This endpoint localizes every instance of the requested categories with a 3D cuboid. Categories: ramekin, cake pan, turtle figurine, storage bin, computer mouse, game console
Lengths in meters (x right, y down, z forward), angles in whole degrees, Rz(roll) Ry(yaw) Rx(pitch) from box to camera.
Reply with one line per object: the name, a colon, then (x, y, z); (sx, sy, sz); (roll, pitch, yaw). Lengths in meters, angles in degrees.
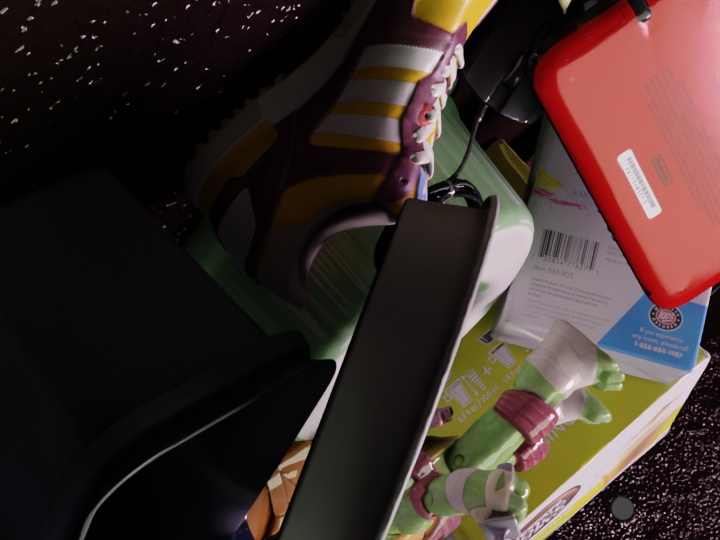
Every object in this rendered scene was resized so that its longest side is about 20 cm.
ramekin: (0.000, 0.000, 0.812); (0.199, 0.098, 0.200); (-37, 163, -13)
cake pan: (0.004, 0.058, 0.612); (0.200, 0.036, 0.202); (21, 90, -90)
turtle figurine: (0.080, 0.138, 0.816); (0.194, 0.199, 0.144); (-44, 130, -16)
storage bin: (-0.126, 0.065, 0.630); (0.145, 0.135, 0.201); (-28, 158, -39)
computer mouse: (0.062, -0.074, 0.729); (0.034, 0.058, 0.201); (-18, -137, 59)
game console: (0.175, -0.111, 0.803); (0.172, 0.119, 0.200); (-34, 130, 4)

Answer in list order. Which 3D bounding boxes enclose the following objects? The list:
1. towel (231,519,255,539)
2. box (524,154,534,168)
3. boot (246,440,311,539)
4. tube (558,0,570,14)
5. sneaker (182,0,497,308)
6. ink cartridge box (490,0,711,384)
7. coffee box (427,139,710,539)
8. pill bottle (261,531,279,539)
towel: (-0.124, 0.174, 0.865); (0.145, 0.200, 0.024); (-44, 123, 4)
box: (0.211, -0.077, 1.058); (0.200, 0.109, 0.128); (-43, 165, -12)
boot: (-0.087, 0.197, 1.190); (0.155, 0.077, 0.200); (-43, 157, -10)
tube: (0.079, -0.178, 0.625); (0.058, 0.052, 0.200); (-43, 163, 2)
sneaker: (0.016, -0.072, 0.683); (0.200, 0.090, 0.075); (-44, 163, 8)
ink cartridge box: (0.158, -0.046, 0.899); (0.068, 0.114, 0.202); (100, 5, -79)
coffee box: (0.083, 0.076, 1.013); (0.199, 0.200, 0.198); (-39, 164, -11)
pill bottle: (-0.064, 0.186, 0.654); (0.106, 0.106, 0.199); (-49, 163, 25)
